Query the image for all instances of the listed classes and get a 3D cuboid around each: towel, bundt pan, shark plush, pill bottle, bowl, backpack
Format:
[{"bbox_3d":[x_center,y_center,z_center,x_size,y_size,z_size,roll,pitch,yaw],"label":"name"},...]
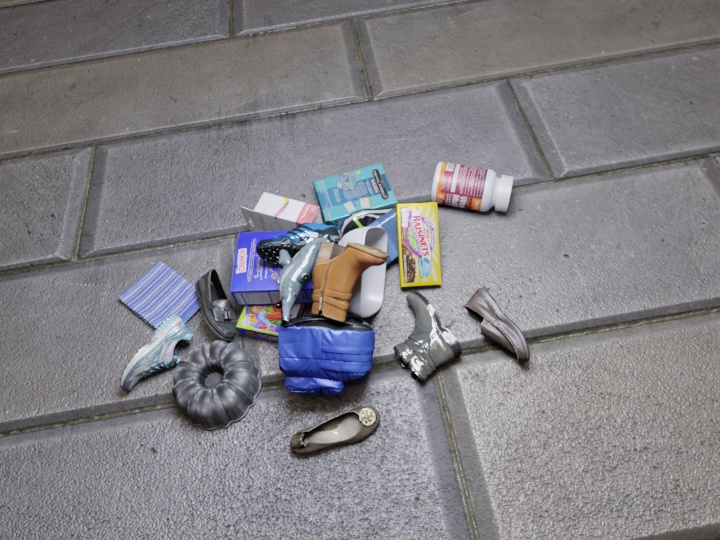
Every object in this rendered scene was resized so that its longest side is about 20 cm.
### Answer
[{"bbox_3d":[-0.491,0.069,1.351,0.199,0.024,0.145,31,64,22],"label":"towel"},{"bbox_3d":[0.065,-0.078,1.348,0.199,0.049,0.112,-33,96,-5],"label":"towel"},{"bbox_3d":[-0.323,0.241,1.196,0.199,0.076,0.204,-2,57,3],"label":"bundt pan"},{"bbox_3d":[-0.139,0.015,1.132,0.083,0.091,0.201,-22,28,37],"label":"shark plush"},{"bbox_3d":[0.291,-0.215,1.415,0.198,0.110,0.110,12,59,12],"label":"pill bottle"},{"bbox_3d":[0.000,0.000,1.230,0.074,0.199,0.203,4,95,18],"label":"bowl"},{"bbox_3d":[-0.067,0.178,1.165,0.197,0.163,0.170,-1,95,-1],"label":"backpack"}]

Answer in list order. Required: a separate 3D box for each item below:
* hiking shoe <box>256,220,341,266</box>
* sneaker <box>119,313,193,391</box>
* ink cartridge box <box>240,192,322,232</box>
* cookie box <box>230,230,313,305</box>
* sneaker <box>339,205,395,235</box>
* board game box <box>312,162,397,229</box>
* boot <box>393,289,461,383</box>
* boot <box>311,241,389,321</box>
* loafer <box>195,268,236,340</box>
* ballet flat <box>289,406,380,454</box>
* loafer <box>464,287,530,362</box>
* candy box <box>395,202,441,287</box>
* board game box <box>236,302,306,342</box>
[{"bbox_3d":[-0.141,-0.065,1.243,0.198,0.075,0.087,-6,49,-13],"label":"hiking shoe"},{"bbox_3d":[-0.463,0.199,1.234,0.086,0.078,0.201,38,78,-4],"label":"sneaker"},{"bbox_3d":[-0.200,-0.131,1.398,0.198,0.117,0.068,16,61,14],"label":"ink cartridge box"},{"bbox_3d":[-0.197,-0.008,1.289,0.197,0.076,0.173,-2,57,2],"label":"cookie box"},{"bbox_3d":[0.046,-0.112,1.392,0.198,0.072,0.084,-14,58,-4],"label":"sneaker"},{"bbox_3d":[-0.015,-0.200,1.468,0.198,0.047,0.152,-15,57,-5],"label":"board game box"},{"bbox_3d":[0.126,0.145,1.228,0.130,0.068,0.201,-30,58,-7],"label":"boot"},{"bbox_3d":[-0.025,0.025,1.086,0.199,0.073,0.157,4,83,51],"label":"boot"},{"bbox_3d":[-0.341,0.076,1.289,0.063,0.071,0.201,-51,52,19],"label":"loafer"},{"bbox_3d":[-0.053,0.332,1.130,0.198,0.047,0.068,-16,58,-6],"label":"ballet flat"},{"bbox_3d":[0.305,0.133,1.222,0.071,0.073,0.201,-32,55,-3],"label":"loafer"},{"bbox_3d":[0.141,-0.063,1.316,0.101,0.026,0.203,-3,89,-6],"label":"candy box"},{"bbox_3d":[-0.200,0.072,1.311,0.133,0.045,0.202,9,59,11],"label":"board game box"}]
